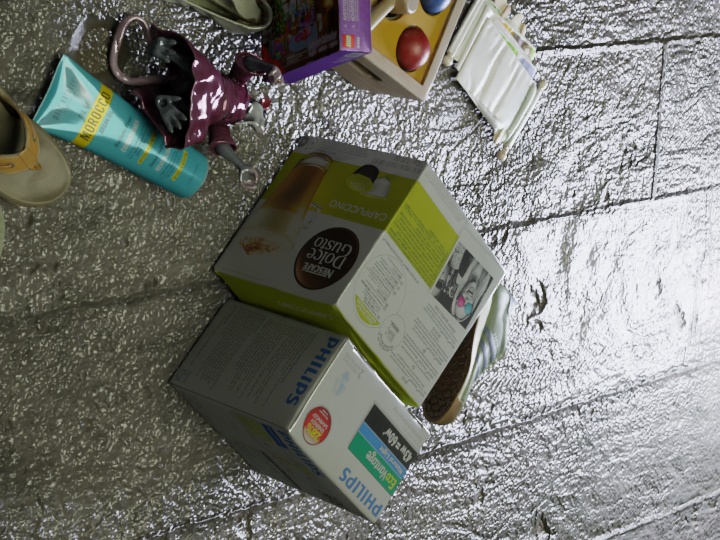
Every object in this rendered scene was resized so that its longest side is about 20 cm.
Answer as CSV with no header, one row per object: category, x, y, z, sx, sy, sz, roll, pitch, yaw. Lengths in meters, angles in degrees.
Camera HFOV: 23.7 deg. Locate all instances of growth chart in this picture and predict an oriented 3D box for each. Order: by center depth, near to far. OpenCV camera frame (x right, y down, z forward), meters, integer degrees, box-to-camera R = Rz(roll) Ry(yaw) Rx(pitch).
growth chart,0.173,-0.254,2.151,0.145,0.018,0.200,-56,134,-20

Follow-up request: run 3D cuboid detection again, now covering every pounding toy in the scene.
pounding toy,0.019,-0.287,1.887,0.200,0.142,0.185,31,78,-49

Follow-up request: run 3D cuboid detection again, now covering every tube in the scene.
tube,-0.242,-0.138,1.740,0.200,0.050,0.078,30,77,-40

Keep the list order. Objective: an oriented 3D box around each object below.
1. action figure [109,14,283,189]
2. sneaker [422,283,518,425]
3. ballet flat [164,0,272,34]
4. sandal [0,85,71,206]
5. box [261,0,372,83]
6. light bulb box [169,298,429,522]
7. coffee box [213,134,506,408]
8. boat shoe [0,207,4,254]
action figure,-0.162,-0.173,1.788,0.200,0.148,0.135,2,112,-66
sneaker,0.150,0.109,2.189,0.090,0.067,0.201,24,80,-41
ballet flat,-0.163,-0.296,1.758,0.199,0.069,0.070,24,84,-46
sandal,-0.340,-0.132,1.622,0.080,0.054,0.200,-45,129,-16
box,-0.049,-0.276,1.765,0.039,0.200,0.138,0,86,-26
light bulb box,-0.065,0.152,1.885,0.125,0.199,0.198,-56,134,-18
coffee box,0.000,0.000,1.910,0.198,0.199,0.200,-56,134,-19
boat shoe,-0.384,-0.064,1.600,0.075,0.062,0.201,-46,145,-33
